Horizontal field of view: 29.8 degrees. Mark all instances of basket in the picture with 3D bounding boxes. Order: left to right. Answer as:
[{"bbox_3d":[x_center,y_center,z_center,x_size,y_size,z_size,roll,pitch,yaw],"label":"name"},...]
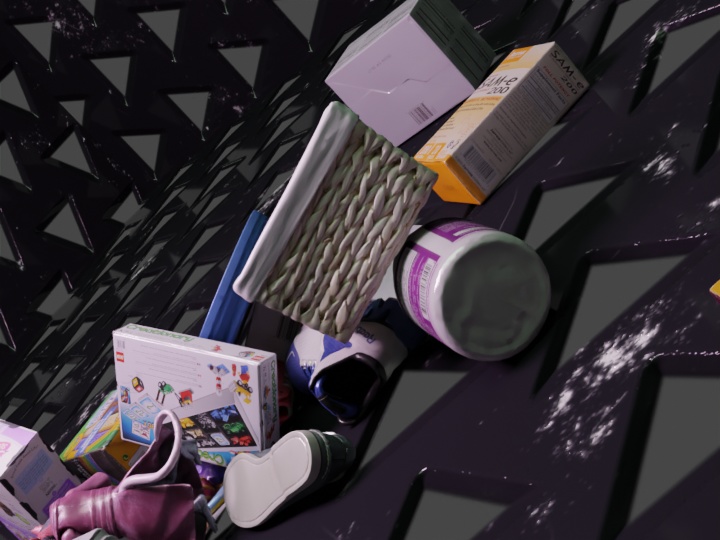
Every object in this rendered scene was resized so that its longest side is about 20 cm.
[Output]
[{"bbox_3d":[-0.020,-0.044,1.290,0.202,0.122,0.136,-61,2,5],"label":"basket"}]

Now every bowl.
[{"bbox_3d":[-0.140,0.033,1.516,0.201,0.039,0.203,-157,89,-88],"label":"bowl"}]

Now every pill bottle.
[{"bbox_3d":[0.093,0.011,1.244,0.112,0.112,0.200,-45,15,-3],"label":"pill bottle"}]

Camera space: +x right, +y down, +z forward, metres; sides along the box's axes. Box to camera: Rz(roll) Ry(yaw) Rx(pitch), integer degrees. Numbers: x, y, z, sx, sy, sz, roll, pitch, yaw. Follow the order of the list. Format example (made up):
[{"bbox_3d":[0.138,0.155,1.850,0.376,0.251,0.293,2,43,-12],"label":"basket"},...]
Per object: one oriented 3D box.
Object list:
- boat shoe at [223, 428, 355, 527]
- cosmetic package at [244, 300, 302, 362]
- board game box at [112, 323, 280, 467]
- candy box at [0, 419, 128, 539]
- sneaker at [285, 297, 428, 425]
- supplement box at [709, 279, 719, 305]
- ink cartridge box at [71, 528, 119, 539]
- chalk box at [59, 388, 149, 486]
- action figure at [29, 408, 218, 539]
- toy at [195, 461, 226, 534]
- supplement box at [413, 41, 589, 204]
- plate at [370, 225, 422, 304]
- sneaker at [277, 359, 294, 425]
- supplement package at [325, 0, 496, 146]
[{"bbox_3d":[-0.073,0.202,1.317,0.061,0.074,0.200,-2,-21,-33],"label":"boat shoe"},{"bbox_3d":[-0.059,0.023,1.588,0.201,0.106,0.086,-69,-4,-62],"label":"cosmetic package"},{"bbox_3d":[-0.174,0.135,1.429,0.197,0.128,0.034,10,20,30],"label":"board game box"},{"bbox_3d":[-0.393,0.265,1.609,0.166,0.201,0.072,10,52,45],"label":"candy box"},{"bbox_3d":[-0.027,0.101,1.385,0.198,0.081,0.116,-24,23,50],"label":"sneaker"},{"bbox_3d":[0.311,-0.012,0.760,0.200,0.086,0.110,-43,14,7],"label":"supplement box"},{"bbox_3d":[-0.257,0.334,1.246,0.199,0.145,0.084,-29,19,45],"label":"ink cartridge box"},{"bbox_3d":[-0.275,0.222,1.645,0.199,0.125,0.124,-21,27,54],"label":"chalk box"},{"bbox_3d":[-0.251,0.249,1.366,0.197,0.150,0.135,-15,49,1],"label":"action figure"},{"bbox_3d":[-0.185,0.252,1.466,0.115,0.047,0.201,-25,25,48],"label":"toy"},{"bbox_3d":[0.165,-0.177,1.625,0.200,0.074,0.126,-47,15,-9],"label":"supplement box"},{"bbox_3d":[0.000,0.000,1.497,0.196,0.033,0.201,1,26,6],"label":"plate"},{"bbox_3d":[-0.101,0.145,1.528,0.086,0.075,0.200,7,35,30],"label":"sneaker"},{"bbox_3d":[0.077,-0.310,2.062,0.199,0.156,0.111,-31,20,42],"label":"supplement package"}]
